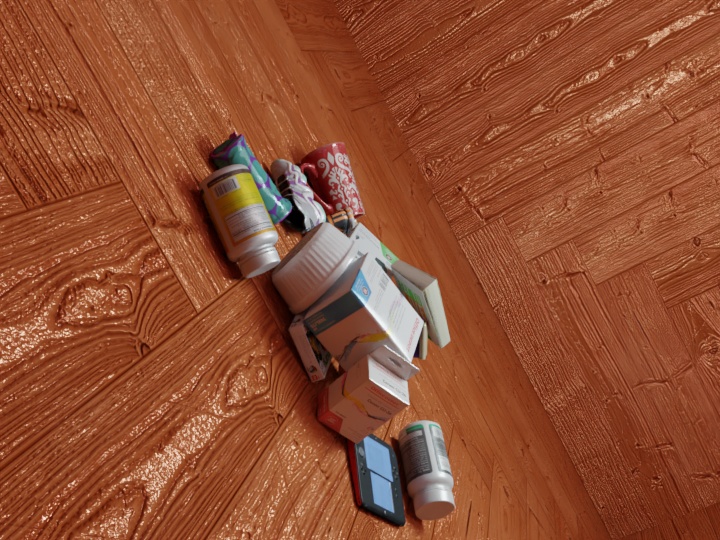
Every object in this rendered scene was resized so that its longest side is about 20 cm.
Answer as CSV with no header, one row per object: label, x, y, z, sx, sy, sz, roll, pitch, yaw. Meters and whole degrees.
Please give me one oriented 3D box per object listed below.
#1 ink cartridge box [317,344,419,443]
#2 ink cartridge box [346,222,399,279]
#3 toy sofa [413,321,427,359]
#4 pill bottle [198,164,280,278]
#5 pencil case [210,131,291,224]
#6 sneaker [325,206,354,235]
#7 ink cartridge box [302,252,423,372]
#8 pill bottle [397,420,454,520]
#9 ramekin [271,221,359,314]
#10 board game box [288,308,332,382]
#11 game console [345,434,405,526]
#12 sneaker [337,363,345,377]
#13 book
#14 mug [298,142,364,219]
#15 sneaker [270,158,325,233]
ink cartridge box,0.017,0.248,1.506,0.115,0.200,0.068,34,30,-25
ink cartridge box,0.000,0.000,1.799,0.145,0.084,0.201,42,32,-8
toy sofa,0.058,0.160,1.764,0.097,0.194,0.085,-12,104,-75
pill bottle,-0.229,-0.094,1.464,0.204,0.107,0.109,66,18,6
pencil case,-0.234,-0.193,1.626,0.202,0.084,0.093,56,35,-24
sneaker,-0.078,-0.078,1.931,0.203,0.110,0.078,93,-27,-50
ink cartridge box,0.010,0.106,1.565,0.201,0.145,0.148,50,32,-15
pill bottle,0.156,0.468,1.771,0.113,0.111,0.203,45,26,-43
ramekin,-0.102,-0.013,1.588,0.094,0.201,0.203,45,21,-10
board game box,-0.096,0.133,1.621,0.201,0.034,0.129,-69,140,-66
game console,0.036,0.437,1.610,0.200,0.031,0.180,43,27,-47
sneaker,-0.028,0.206,1.664,0.072,0.076,0.205,-22,100,-46
book,0.144,0.079,1.811,0.133,0.048,0.203,34,-27,45
mug,-0.089,-0.225,2.075,0.205,0.174,0.133,69,-18,4
sneaker,-0.173,-0.176,1.795,0.201,0.078,0.139,52,28,6
